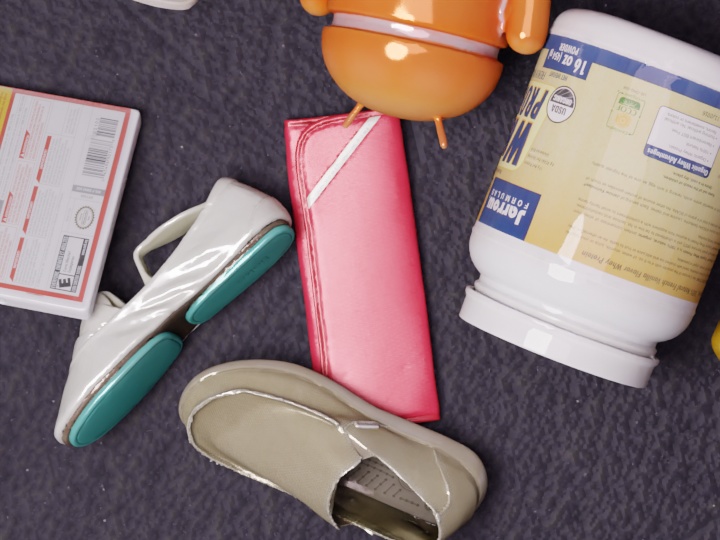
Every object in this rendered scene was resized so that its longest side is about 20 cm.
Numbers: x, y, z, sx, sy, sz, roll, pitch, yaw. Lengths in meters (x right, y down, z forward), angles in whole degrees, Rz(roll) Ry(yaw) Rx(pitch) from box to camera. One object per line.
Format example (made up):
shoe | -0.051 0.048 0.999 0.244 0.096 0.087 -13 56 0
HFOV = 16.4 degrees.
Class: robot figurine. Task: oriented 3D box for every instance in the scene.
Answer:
robot figurine | 0.039 -0.178 1.518 0.144 0.117 0.200 11 92 -8

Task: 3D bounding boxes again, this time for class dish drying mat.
dish drying mat | 0.000 0.000 1.576 0.077 0.018 0.200 -7 92 3

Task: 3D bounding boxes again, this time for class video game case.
video game case | -0.249 -0.053 1.559 0.200 0.017 0.143 11 66 4

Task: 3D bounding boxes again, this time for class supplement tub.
supplement tub | 0.150 -0.043 1.500 0.144 0.144 0.200 21 93 3

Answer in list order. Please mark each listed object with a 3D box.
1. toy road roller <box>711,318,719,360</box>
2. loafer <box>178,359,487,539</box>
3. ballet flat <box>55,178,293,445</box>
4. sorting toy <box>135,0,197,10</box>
toy road roller | 0.304 0.030 1.511 0.200 0.123 0.146 44 109 1
loafer | -0.019 0.115 1.547 0.200 0.068 0.076 17 122 2
ballet flat | -0.129 0.022 1.561 0.069 0.069 0.200 44 89 1
sorting toy | -0.155 -0.253 1.540 0.180 0.107 0.200 29 83 -11
